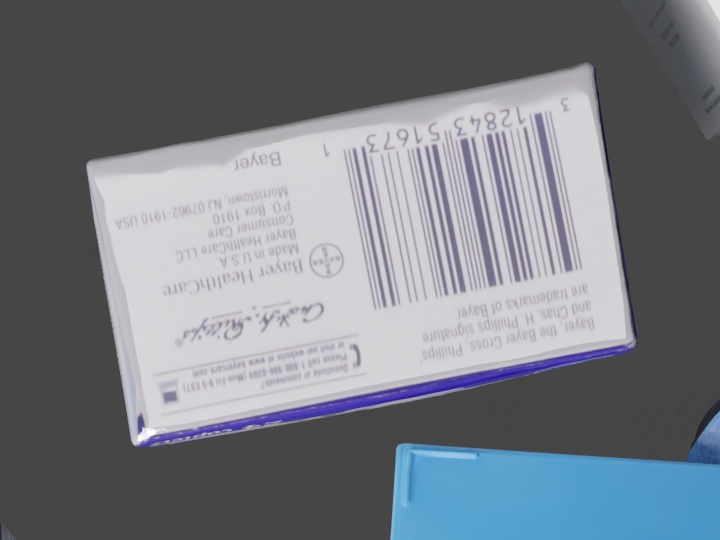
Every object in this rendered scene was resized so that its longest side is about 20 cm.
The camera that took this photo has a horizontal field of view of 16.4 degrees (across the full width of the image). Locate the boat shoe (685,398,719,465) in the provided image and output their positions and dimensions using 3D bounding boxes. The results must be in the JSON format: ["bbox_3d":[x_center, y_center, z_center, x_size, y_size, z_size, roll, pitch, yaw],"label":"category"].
[{"bbox_3d":[0.221,0.035,1.019,0.199,0.069,0.085,-20,85,2],"label":"boat shoe"}]

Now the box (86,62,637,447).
[{"bbox_3d":[0.000,0.000,0.953,0.182,0.200,0.106,-11,87,-1],"label":"box"}]

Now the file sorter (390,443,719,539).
[{"bbox_3d":[0.106,0.164,0.961,0.198,0.123,0.139,4,45,1],"label":"file sorter"}]

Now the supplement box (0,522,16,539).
[{"bbox_3d":[-0.215,0.116,0.977,0.131,0.103,0.200,-41,98,-4],"label":"supplement box"}]

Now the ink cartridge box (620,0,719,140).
[{"bbox_3d":[0.153,-0.180,0.993,0.145,0.145,0.201,-31,87,-2],"label":"ink cartridge box"}]
